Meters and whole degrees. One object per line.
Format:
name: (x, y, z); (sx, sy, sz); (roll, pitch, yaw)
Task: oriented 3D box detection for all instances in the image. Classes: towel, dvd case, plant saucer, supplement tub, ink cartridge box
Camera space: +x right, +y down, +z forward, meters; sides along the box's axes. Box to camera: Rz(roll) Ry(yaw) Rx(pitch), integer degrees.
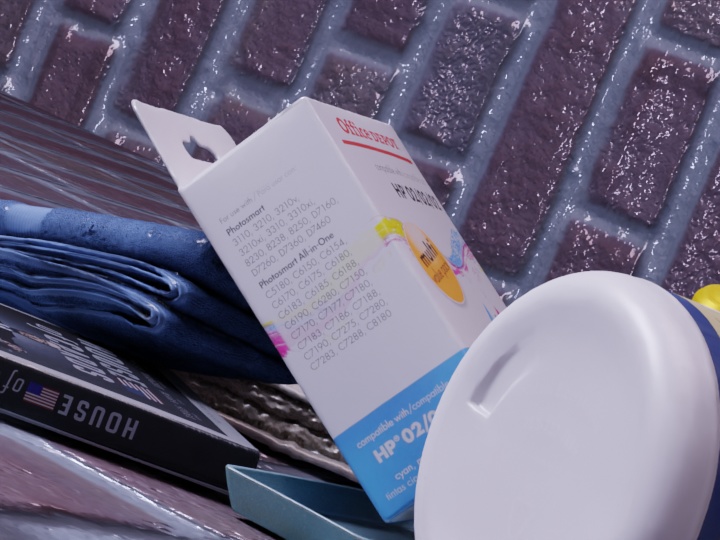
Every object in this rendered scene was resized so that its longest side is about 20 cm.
towel: (0.007, 0.082, 1.360); (0.200, 0.035, 0.133); (23, 2, 12)
dvd case: (-0.149, 0.032, 1.151); (0.200, 0.025, 0.150); (21, 4, -20)
plant saucer: (0.019, 0.107, 1.159); (0.070, 0.019, 0.200); (25, 3, 29)
towel: (-0.112, 0.010, 1.271); (0.200, 0.049, 0.112); (9, -15, 42)
supplement tub: (0.135, 0.094, 1.051); (0.200, 0.145, 0.144); (21, 4, -34)
ink cartridge box: (0.000, 0.000, 1.175); (0.200, 0.068, 0.115); (57, 13, 12)

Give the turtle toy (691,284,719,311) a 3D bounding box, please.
turtle toy: (0.181, 0.108, 1.387); (0.200, 0.146, 0.101); (36, 31, 32)
